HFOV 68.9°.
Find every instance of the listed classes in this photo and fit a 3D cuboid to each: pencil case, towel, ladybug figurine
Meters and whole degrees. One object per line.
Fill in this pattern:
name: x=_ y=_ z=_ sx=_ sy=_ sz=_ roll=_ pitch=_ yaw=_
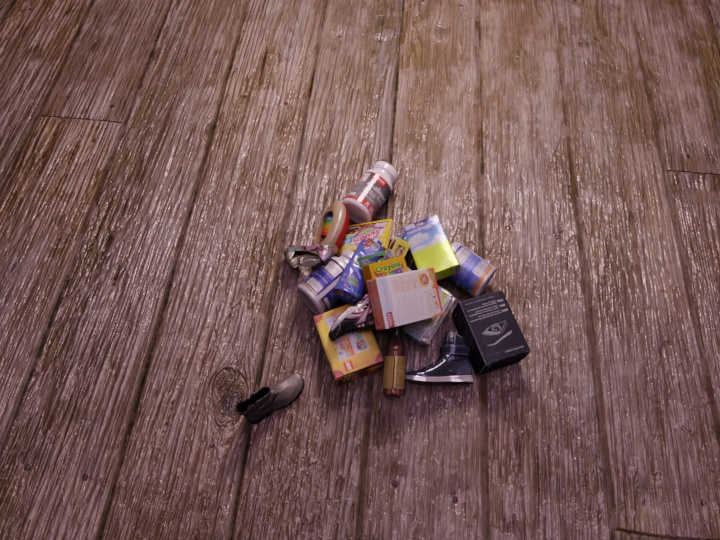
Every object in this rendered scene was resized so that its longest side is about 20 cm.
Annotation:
pencil case: x=0.000 y=0.000 z=1.523 sx=0.086 sy=0.078 sz=0.202 roll=27 pitch=68 yaw=9
towel: x=0.161 y=0.103 z=1.552 sx=0.199 sy=0.048 sz=0.172 roll=32 pitch=83 yaw=30
ladybug figurine: x=-0.088 y=-0.126 z=1.670 sx=0.071 sy=0.135 sz=0.203 roll=27 pitch=74 yaw=-29

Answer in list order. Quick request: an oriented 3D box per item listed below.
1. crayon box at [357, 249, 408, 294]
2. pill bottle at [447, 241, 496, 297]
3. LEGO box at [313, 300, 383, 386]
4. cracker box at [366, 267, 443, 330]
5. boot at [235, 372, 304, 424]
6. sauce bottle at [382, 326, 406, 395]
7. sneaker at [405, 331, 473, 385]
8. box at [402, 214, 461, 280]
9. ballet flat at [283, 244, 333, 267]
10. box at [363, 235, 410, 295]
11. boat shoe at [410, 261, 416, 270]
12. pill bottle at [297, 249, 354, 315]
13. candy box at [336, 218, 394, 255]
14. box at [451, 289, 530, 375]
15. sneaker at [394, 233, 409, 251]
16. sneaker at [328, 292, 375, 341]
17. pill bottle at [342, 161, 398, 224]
crayon box: x=0.081 y=0.042 z=1.476 sx=0.124 sy=0.051 sz=0.203 roll=-15 pitch=83 yaw=-31
pill bottle: x=0.308 y=-0.016 z=1.621 sx=0.199 sy=0.113 sz=0.112 roll=36 pitch=68 yaw=17
LEGO box: x=-0.036 y=0.209 z=1.523 sx=0.147 sy=0.077 sz=0.203 roll=-18 pitch=66 yaw=-10
cracker box: x=0.122 y=0.075 z=1.423 sx=0.197 sy=0.057 sz=0.137 roll=-9 pitch=86 yaw=-31
boot: x=-0.239 y=0.340 z=1.425 sx=0.199 sy=0.131 sz=0.068 roll=-35 pitch=69 yaw=-17
sauce bottle: x=0.099 y=0.249 z=1.486 sx=0.065 sy=0.066 sz=0.204 roll=6 pitch=80 yaw=2
sneaker: x=0.219 y=0.251 z=1.498 sx=0.198 sy=0.077 sz=0.149 roll=1 pitch=74 yaw=-11
box: x=0.210 y=-0.063 z=1.570 sx=0.120 sy=0.048 sz=0.202 roll=-20 pitch=53 yaw=4
ballet flat: x=-0.174 y=-0.040 z=1.604 sx=0.197 sy=0.070 sz=0.072 roll=-2 pitch=38 yaw=35
box: x=0.079 y=-0.003 z=1.580 sx=0.049 sy=0.075 sz=0.203 roll=24 pitch=91 yaw=-15
boat shoe: x=0.202 y=0.046 z=1.616 sx=0.070 sy=0.061 sz=0.204 roll=-12 pitch=64 yaw=-6
pill bottle: x=-0.085 y=0.033 z=1.588 sx=0.199 sy=0.116 sz=0.116 roll=-40 pitch=70 yaw=-19
candy box: x=0.011 y=-0.103 z=1.647 sx=0.197 sy=0.026 sz=0.104 roll=-6 pitch=59 yaw=38
box: x=0.374 y=0.181 z=1.525 sx=0.145 sy=0.105 sz=0.203 roll=-13 pitch=65 yaw=-11
sneaker: x=0.104 y=-0.078 z=1.656 sx=0.200 sy=0.074 sz=0.083 roll=-43 pitch=104 yaw=-21
sneaker: x=0.001 y=0.137 z=1.475 sx=0.199 sy=0.080 sz=0.087 roll=-39 pitch=80 yaw=-14
pill bottle: x=0.035 y=-0.258 z=1.734 sx=0.115 sy=0.116 sz=0.201 roll=29 pitch=67 yaw=13
